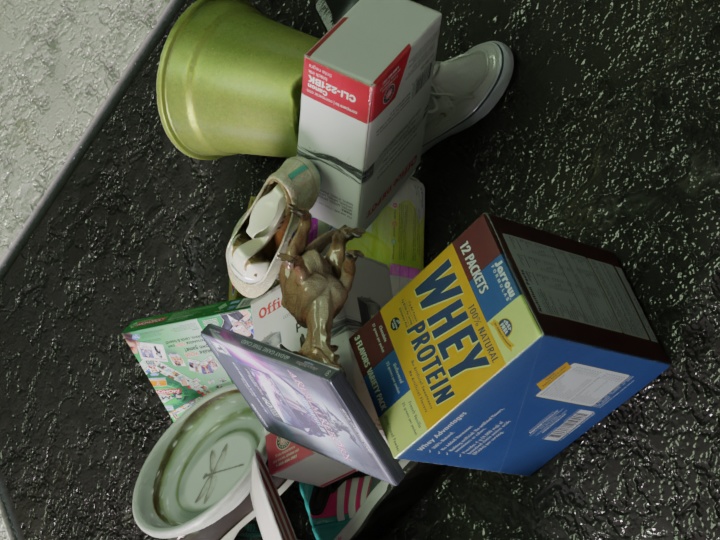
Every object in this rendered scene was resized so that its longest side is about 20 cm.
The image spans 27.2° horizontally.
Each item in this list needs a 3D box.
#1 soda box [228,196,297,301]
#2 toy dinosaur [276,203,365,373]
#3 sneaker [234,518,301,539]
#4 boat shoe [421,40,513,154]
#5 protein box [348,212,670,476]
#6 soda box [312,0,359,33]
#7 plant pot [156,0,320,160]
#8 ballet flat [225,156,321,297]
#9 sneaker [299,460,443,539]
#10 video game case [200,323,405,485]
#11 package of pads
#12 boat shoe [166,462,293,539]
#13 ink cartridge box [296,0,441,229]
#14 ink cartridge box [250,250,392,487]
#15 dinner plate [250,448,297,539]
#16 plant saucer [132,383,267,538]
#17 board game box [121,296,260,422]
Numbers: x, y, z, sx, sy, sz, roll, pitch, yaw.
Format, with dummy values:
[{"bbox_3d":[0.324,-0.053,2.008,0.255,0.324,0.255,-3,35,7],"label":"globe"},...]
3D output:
[{"bbox_3d":[-0.106,-0.005,1.679,0.201,0.067,0.065,112,160,-60],"label":"soda box"},{"bbox_3d":[-0.051,0.025,1.434,0.201,0.085,0.137,-91,14,-61],"label":"toy dinosaur"},{"bbox_3d":[-0.122,0.319,1.671,0.198,0.091,0.079,0,79,46],"label":"sneaker"},{"bbox_3d":[0.071,-0.188,1.602,0.201,0.085,0.076,-32,59,37],"label":"boat shoe"},{"bbox_3d":[0.138,0.076,1.386,0.198,0.199,0.136,-43,53,30],"label":"protein box"},{"bbox_3d":[0.035,-0.344,1.688,0.200,0.070,0.064,-47,52,28],"label":"soda box"},{"bbox_3d":[-0.105,-0.211,1.733,0.183,0.199,0.203,16,92,35],"label":"plant pot"},{"bbox_3d":[-0.103,-0.039,1.515,0.067,0.062,0.201,41,131,13],"label":"ballet flat"},{"bbox_3d":[0.003,0.211,1.582,0.200,0.083,0.121,-50,59,26],"label":"sneaker"},{"bbox_3d":[-0.056,0.124,1.396,0.019,0.144,0.199,-46,36,-23],"label":"video game case"},{"bbox_3d":[0.000,0.000,1.642,0.153,0.068,0.203,-11,73,44],"label":"package of pads"},{"bbox_3d":[-0.133,0.245,1.668,0.201,0.061,0.072,-45,12,-8],"label":"boat shoe"},{"bbox_3d":[0.005,-0.158,1.504,0.083,0.145,0.202,24,137,18],"label":"ink cartridge box"},{"bbox_3d":[-0.032,0.101,1.533,0.145,0.084,0.202,-30,55,37],"label":"ink cartridge box"},{"bbox_3d":[-0.077,0.276,1.486,0.024,0.201,0.202,-20,59,-3],"label":"dinner plate"},{"bbox_3d":[-0.160,0.216,1.625,0.199,0.050,0.201,-31,32,22],"label":"plant saucer"},{"bbox_3d":[-0.164,0.105,1.691,0.198,0.136,0.029,-11,28,34],"label":"board game box"}]
